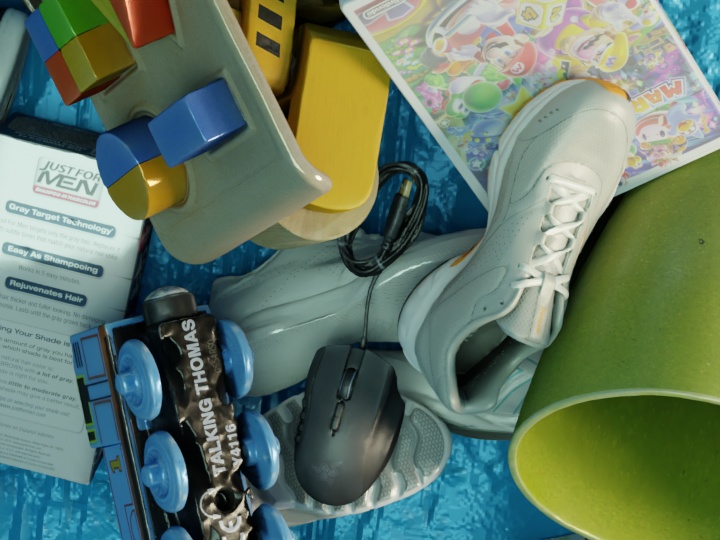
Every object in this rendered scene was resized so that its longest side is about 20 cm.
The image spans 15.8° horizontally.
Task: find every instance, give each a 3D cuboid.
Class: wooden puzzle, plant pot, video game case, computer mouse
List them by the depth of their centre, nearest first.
[{"bbox_3d":[-0.113,-0.101,1.378,0.046,0.185,0.201,-32,92,-29],"label":"wooden puzzle"},{"bbox_3d":[0.097,-0.109,1.391,0.143,0.018,0.200,-25,131,17],"label":"video game case"},{"bbox_3d":[0.189,0.031,1.445,0.186,0.201,0.187,9,148,6],"label":"plant pot"},{"bbox_3d":[0.001,0.036,1.458,0.058,0.034,0.201,12,98,13],"label":"computer mouse"}]

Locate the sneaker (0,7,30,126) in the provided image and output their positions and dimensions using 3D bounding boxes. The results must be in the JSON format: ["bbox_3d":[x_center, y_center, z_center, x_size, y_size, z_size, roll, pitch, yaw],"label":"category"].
[{"bbox_3d":[-0.276,-0.078,1.527,0.111,0.073,0.201,24,108,-3],"label":"sneaker"}]

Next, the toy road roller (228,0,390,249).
[{"bbox_3d":[-0.063,-0.119,1.433,0.145,0.123,0.201,8,84,-18],"label":"toy road roller"}]

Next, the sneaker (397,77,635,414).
[{"bbox_3d":[0.096,-0.006,1.396,0.075,0.092,0.201,19,113,-23],"label":"sneaker"}]

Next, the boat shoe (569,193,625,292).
[{"bbox_3d":[0.115,-0.081,1.498,0.066,0.072,0.202,18,122,26],"label":"boat shoe"}]

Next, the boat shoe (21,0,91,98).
[{"bbox_3d":[-0.134,-0.130,1.500,0.072,0.072,0.200,-43,98,15],"label":"boat shoe"}]

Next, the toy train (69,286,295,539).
[{"bbox_3d":[-0.100,0.111,1.474,0.086,0.114,0.201,-12,87,-28],"label":"toy train"}]

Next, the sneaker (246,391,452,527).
[{"bbox_3d":[-0.032,0.113,1.544,0.199,0.082,0.075,-12,80,26],"label":"sneaker"}]

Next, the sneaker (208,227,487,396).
[{"bbox_3d":[0.000,0.000,1.524,0.199,0.089,0.075,-18,139,7],"label":"sneaker"}]

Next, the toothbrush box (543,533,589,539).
[{"bbox_3d":[0.185,0.208,1.527,0.199,0.146,0.087,-13,105,9],"label":"toothbrush box"}]

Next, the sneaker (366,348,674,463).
[{"bbox_3d":[0.092,0.064,1.545,0.199,0.070,0.081,10,83,6],"label":"sneaker"}]

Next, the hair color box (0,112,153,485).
[{"bbox_3d":[-0.184,0.017,1.552,0.099,0.061,0.201,14,107,1],"label":"hair color box"}]
